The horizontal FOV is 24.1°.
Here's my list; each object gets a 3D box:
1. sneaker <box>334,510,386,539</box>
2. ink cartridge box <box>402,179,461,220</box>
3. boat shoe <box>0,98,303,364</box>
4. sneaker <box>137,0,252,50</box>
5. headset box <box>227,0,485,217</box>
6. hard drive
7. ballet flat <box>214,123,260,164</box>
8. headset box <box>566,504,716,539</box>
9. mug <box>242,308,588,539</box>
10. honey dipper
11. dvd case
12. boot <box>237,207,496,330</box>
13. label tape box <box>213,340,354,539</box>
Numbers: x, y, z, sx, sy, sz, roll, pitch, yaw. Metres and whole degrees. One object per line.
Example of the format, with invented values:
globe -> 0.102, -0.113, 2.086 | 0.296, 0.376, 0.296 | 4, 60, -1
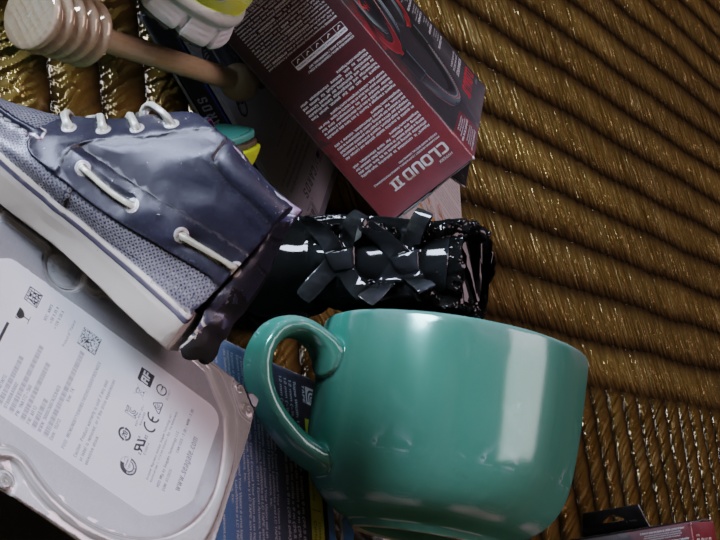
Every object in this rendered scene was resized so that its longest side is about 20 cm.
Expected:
sneaker -> 0.036, 0.137, 1.152 | 0.105, 0.075, 0.201 | 48, 44, -38
ink cartridge box -> 0.032, -0.069, 1.254 | 0.200, 0.045, 0.177 | 49, 33, -60
boat shoe -> -0.119, -0.052, 0.801 | 0.200, 0.093, 0.075 | 41, 3, 6
sneaker -> -0.120, -0.202, 0.903 | 0.200, 0.090, 0.078 | 27, 29, -45
headset box -> 0.001, -0.131, 1.068 | 0.200, 0.075, 0.149 | 49, 20, -13
hard drive -> -0.144, 0.058, 0.776 | 0.200, 0.038, 0.140 | 39, 39, -20
ballet flat -> -0.123, -0.045, 0.943 | 0.200, 0.067, 0.067 | -16, 113, -63
headset box -> 0.224, 0.294, 1.382 | 0.077, 0.149, 0.201 | 13, 66, -63
mug -> 0.030, 0.094, 0.954 | 0.152, 0.185, 0.115 | 63, 35, -74
honey dipper -> -0.120, -0.124, 0.965 | 0.200, 0.038, 0.038 | 11, 67, -57
dvd case -> -0.070, -0.129, 1.131 | 0.200, 0.025, 0.150 | 61, 28, -31
boot -> 0.000, -0.001, 1.010 | 0.198, 0.162, 0.074 | 13, 77, -77
label tape box -> -0.074, 0.122, 0.944 | 0.200, 0.066, 0.144 | 33, 48, -59
